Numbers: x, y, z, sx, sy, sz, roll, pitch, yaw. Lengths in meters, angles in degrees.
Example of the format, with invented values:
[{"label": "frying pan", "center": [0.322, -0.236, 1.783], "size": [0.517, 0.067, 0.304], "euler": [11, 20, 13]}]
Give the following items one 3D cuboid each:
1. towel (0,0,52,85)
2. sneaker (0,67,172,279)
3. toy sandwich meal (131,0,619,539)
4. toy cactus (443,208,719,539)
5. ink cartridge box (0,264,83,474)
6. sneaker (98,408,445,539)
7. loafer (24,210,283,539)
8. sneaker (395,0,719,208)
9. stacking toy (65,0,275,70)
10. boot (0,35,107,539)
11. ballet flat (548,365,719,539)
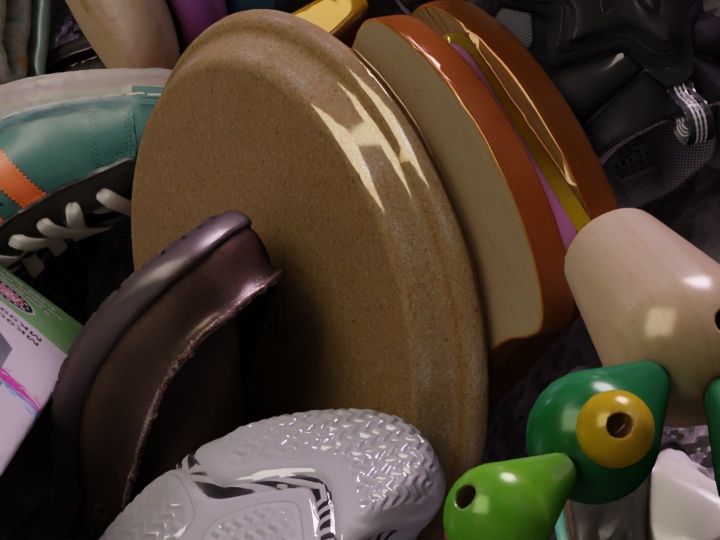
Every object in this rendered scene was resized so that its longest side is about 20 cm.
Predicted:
[{"label": "towel", "center": [-0.193, -0.133, 1.116], "size": [0.171, 0.048, 0.200], "euler": [-13, 63, 31]}, {"label": "sneaker", "center": [-0.132, -0.017, 1.015], "size": [0.200, 0.071, 0.080], "euler": [-12, 80, 14]}, {"label": "toy sandwich meal", "center": [0.000, 0.000, 0.921], "size": [0.205, 0.070, 0.205], "euler": [29, 126, 48]}, {"label": "toy cactus", "center": [0.103, 0.047, 0.761], "size": [0.200, 0.102, 0.165], "euler": [-11, 37, -17]}, {"label": "ink cartridge box", "center": [-0.174, 0.028, 0.885], "size": [0.088, 0.145, 0.200], "euler": [-52, 4, 11]}, {"label": "sneaker", "center": [-0.044, 0.130, 0.867], "size": [0.200, 0.115, 0.075], "euler": [-38, 40, 1]}, {"label": "loafer", "center": [-0.056, 0.065, 0.913], "size": [0.071, 0.200, 0.073], "euler": [35, 44, 17]}, {"label": "sneaker", "center": [0.065, -0.072, 0.944], "size": [0.075, 0.114, 0.200], "euler": [-22, 1, -11]}, {"label": "stacking toy", "center": [-0.013, -0.143, 1.046], "size": [0.200, 0.085, 0.085], "euler": [-28, 38, -12]}, {"label": "boot", "center": [-0.106, 0.024, 1.052], "size": [0.200, 0.069, 0.174], "euler": [-45, 46, 7]}, {"label": "ballet flat", "center": [0.088, 0.106, 0.797], "size": [0.068, 0.068, 0.200], "euler": [-14, 47, 18]}]
